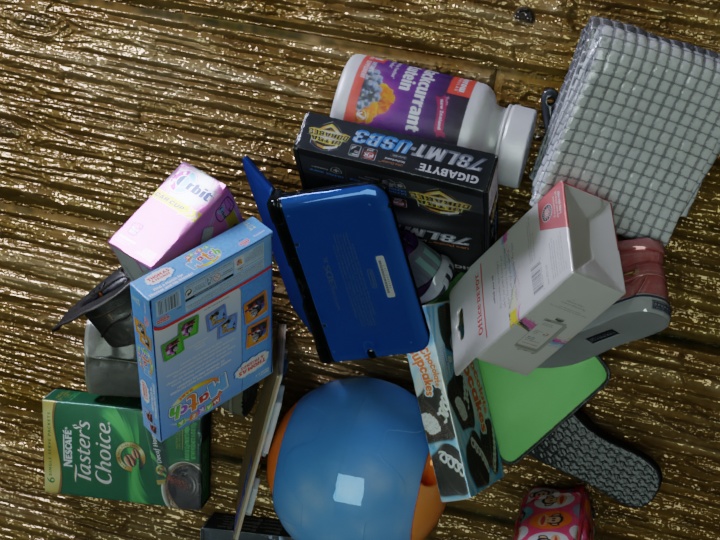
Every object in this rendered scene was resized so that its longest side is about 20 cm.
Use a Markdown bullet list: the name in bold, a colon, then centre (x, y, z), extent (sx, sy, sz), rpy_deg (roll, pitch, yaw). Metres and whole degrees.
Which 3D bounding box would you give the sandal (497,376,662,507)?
- **sandal**: centre (0.234, 0.186, 1.496), extent (0.200, 0.048, 0.076), rpy_deg (35, 107, 10)

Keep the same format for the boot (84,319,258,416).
- **boot**: centre (-0.214, 0.075, 1.570), extent (0.199, 0.073, 0.183), rpy_deg (13, 105, 16)

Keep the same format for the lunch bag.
- **lunch bag**: centre (0.211, 0.341, 1.467), extent (0.082, 0.200, 0.177), rpy_deg (-4, 106, 15)

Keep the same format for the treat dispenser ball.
- **treat dispenser ball**: centre (-0.001, 0.215, 1.481), extent (0.200, 0.201, 0.202), rpy_deg (3, 105, 12)

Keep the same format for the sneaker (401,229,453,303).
- **sneaker**: centre (0.000, 0.000, 1.462), extent (0.199, 0.075, 0.088), rpy_deg (-18, 131, 36)

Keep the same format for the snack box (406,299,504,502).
- **snack box**: centre (0.097, 0.133, 1.450), extent (0.037, 0.116, 0.201), rpy_deg (-14, 88, 23)

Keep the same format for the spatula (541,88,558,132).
- **spatula**: centre (0.212, -0.092, 1.447), extent (0.056, 0.021, 0.201), rpy_deg (-10, 100, 4)

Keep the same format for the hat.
- **hat**: centre (-0.233, 0.030, 1.491), extent (0.200, 0.201, 0.081), rpy_deg (-34, 99, 18)

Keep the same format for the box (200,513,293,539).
- **box**: centre (-0.087, 0.377, 1.626), extent (0.199, 0.044, 0.161), rpy_deg (5, 106, 12)

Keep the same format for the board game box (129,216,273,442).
- **board game box**: centre (-0.154, 0.061, 1.374), extent (0.037, 0.151, 0.201), rpy_deg (36, 142, 32)

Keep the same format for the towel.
- **towel**: centre (0.271, -0.138, 1.376), extent (0.165, 0.086, 0.201), rpy_deg (15, 113, -12)

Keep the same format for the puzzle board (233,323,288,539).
- **puzzle board**: centre (-0.108, 0.177, 1.524), extent (0.017, 0.151, 0.201), rpy_deg (13, 108, -7)

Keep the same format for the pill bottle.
- **pill bottle**: centre (0.075, -0.147, 1.416), extent (0.199, 0.111, 0.112), rpy_deg (14, 107, 8)

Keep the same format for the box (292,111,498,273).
- **box**: centre (0.041, -0.072, 1.407), extent (0.199, 0.199, 0.050), rpy_deg (14, 65, 11)

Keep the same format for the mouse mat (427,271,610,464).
- **mouse mat**: centre (0.153, 0.089, 1.490), extent (0.161, 0.008, 0.200), rpy_deg (-44, 77, 19)

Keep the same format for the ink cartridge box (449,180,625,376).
- **ink cartridge box**: centre (0.169, 0.021, 1.362), extent (0.067, 0.117, 0.200), rpy_deg (20, 137, -24)

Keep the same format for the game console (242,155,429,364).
- **game console**: centre (-0.026, -0.019, 1.391), extent (0.170, 0.119, 0.201), rpy_deg (-8, 123, 16)

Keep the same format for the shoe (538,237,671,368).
- **shoe**: centre (0.230, 0.034, 1.418), extent (0.071, 0.091, 0.200), rpy_deg (29, 143, -36)

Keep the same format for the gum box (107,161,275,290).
- **gum box**: centre (-0.166, 0.000, 1.410), extent (0.066, 0.200, 0.114), rpy_deg (29, 68, 29)

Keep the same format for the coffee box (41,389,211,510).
- **coffee box**: centre (-0.276, 0.211, 1.624), extent (0.199, 0.044, 0.124), rpy_deg (6, 106, 11)
